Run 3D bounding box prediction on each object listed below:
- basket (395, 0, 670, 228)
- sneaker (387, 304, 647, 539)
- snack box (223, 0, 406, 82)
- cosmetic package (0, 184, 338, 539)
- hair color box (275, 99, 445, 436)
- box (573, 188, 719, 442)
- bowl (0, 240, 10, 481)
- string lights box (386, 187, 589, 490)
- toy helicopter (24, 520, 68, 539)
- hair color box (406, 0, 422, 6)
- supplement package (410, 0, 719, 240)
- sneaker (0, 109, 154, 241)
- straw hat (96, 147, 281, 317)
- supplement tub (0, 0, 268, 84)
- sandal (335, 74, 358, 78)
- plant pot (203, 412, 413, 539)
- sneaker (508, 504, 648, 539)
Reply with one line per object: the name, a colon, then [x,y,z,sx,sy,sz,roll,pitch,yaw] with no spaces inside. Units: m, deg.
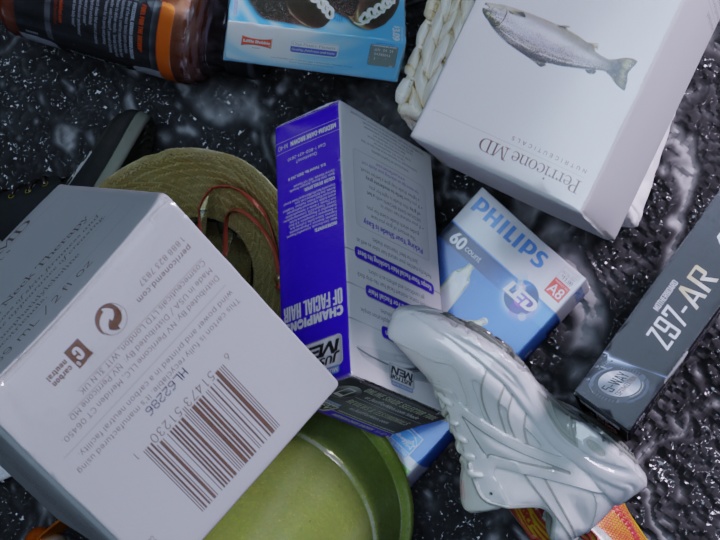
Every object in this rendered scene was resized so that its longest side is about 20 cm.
basket: [0.141,-0.153,1.238,0.161,0.200,0.199,18,87,16]
sneaker: [0.085,0.105,1.161,0.200,0.078,0.099,40,94,-4]
snack box: [-0.029,-0.209,1.220,0.116,0.037,0.200,6,45,-6]
cosmetic package: [-0.156,0.063,1.122,0.167,0.200,0.166,-49,113,-16]
hair color box: [0.000,0.000,1.218,0.065,0.109,0.200,-21,59,32]
box: [0.207,0.035,1.196,0.043,0.200,0.160,36,90,11]
bowl: [-0.284,0.049,1.284,0.200,0.075,0.200,44,131,-17]
string lights box: [0.059,0.051,1.290,0.103,0.059,0.200,42,91,13]
toy helicopter: [-0.246,0.248,1.309,0.199,0.079,0.133,-10,82,14]
hair color box: [-0.009,-0.292,1.346,0.099,0.061,0.200,-17,80,7]
supplement package: [0.134,-0.136,1.072,0.117,0.117,0.200,25,90,17]
sneaker: [-0.242,-0.052,1.344,0.106,0.075,0.200,34,90,8]
straw hat: [-0.110,0.003,1.307,0.201,0.085,0.202,4,100,20]
supplement tub: [-0.160,-0.200,1.336,0.200,0.107,0.107,17,86,12]
sandal: [-0.050,-0.213,1.274,0.075,0.048,0.200,-36,75,-29]
plant pot: [-0.082,0.196,1.193,0.200,0.190,0.201,5,112,13]
sneaker: [0.129,0.135,1.248,0.073,0.077,0.200,-24,100,34]
